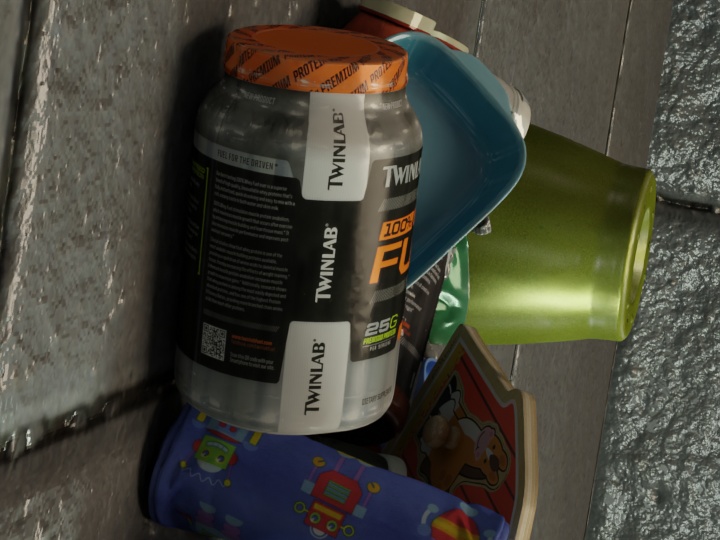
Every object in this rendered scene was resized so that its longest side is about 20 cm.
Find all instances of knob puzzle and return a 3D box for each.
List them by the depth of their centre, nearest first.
[{"bbox_3d":[0.040,0.149,1.322,0.220,0.030,0.220,-42,-144,42],"label":"knob puzzle"}]

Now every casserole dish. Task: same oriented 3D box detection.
[{"bbox_3d":[0.011,-0.056,1.339,0.200,0.121,0.039,-43,-178,-30],"label":"casserole dish"}]

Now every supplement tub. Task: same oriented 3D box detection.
[{"bbox_3d":[-0.032,-0.023,1.202,0.123,0.122,0.201,-45,143,-68],"label":"supplement tub"},{"bbox_3d":[0.000,0.000,1.397,0.107,0.107,0.200,74,29,-63],"label":"supplement tub"}]

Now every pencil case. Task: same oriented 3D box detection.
[{"bbox_3d":[-0.017,0.137,1.232,0.087,0.200,0.078,96,18,-67],"label":"pencil case"}]

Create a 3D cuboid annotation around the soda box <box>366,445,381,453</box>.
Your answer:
[{"bbox_3d":[0.008,0.196,1.470,0.063,0.070,0.200,51,23,-55],"label":"soda box"}]

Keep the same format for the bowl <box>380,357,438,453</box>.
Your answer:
[{"bbox_3d":[0.060,0.158,1.497,0.201,0.039,0.201,-18,90,-80],"label":"bowl"}]

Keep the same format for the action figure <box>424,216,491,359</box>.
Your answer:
[{"bbox_3d":[0.049,-0.040,1.502,0.118,0.055,0.201,2,110,-38],"label":"action figure"}]

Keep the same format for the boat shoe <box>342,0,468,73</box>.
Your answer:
[{"bbox_3d":[0.024,-0.137,1.479,0.200,0.071,0.063,-4,115,-81],"label":"boat shoe"}]

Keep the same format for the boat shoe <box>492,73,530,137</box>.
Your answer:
[{"bbox_3d":[0.038,-0.052,1.559,0.200,0.068,0.072,-51,-147,8],"label":"boat shoe"}]

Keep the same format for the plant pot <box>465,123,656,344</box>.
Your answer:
[{"bbox_3d":[0.117,-0.026,1.692,0.200,0.192,0.201,10,90,-77],"label":"plant pot"}]

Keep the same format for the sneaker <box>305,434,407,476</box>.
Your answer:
[{"bbox_3d":[-0.052,0.128,1.372,0.200,0.099,0.071,156,-48,-67],"label":"sneaker"}]
